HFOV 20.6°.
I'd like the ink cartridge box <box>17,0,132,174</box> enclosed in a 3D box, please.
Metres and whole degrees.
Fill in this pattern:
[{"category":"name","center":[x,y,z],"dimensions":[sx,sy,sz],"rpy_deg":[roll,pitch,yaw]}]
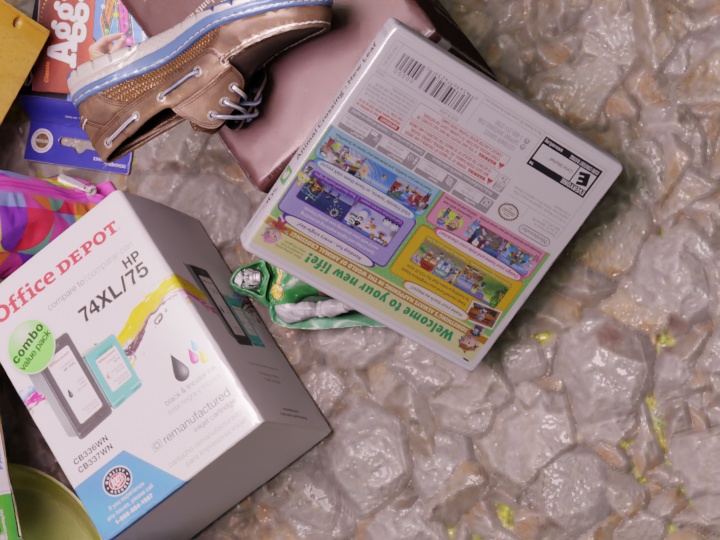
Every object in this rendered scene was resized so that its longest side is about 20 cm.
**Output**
[{"category":"ink cartridge box","center":[-0.209,-0.180,1.535],"dimensions":[0.094,0.037,0.202],"rpy_deg":[9,89,18]}]

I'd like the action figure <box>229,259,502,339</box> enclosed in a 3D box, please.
[{"category":"action figure","center":[0.000,0.000,1.434],"dimensions":[0.198,0.055,0.119],"rpy_deg":[-8,71,15]}]

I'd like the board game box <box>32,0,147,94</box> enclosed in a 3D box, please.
[{"category":"board game box","center":[-0.190,-0.231,1.491],"dimensions":[0.102,0.019,0.202],"rpy_deg":[6,94,15]}]

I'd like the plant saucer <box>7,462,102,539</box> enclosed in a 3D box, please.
[{"category":"plant saucer","center":[-0.271,0.247,1.512],"dimensions":[0.198,0.031,0.202],"rpy_deg":[-2,84,18]}]

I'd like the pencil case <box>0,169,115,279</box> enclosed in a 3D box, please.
[{"category":"pencil case","center":[-0.259,-0.037,1.455],"dimensions":[0.088,0.200,0.089],"rpy_deg":[0,91,25]}]

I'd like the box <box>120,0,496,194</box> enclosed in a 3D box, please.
[{"category":"box","center":[-0.040,-0.173,1.407],"dimensions":[0.166,0.164,0.201],"rpy_deg":[-39,74,11]}]

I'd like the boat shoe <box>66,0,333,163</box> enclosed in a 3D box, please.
[{"category":"boat shoe","center":[-0.098,-0.127,1.304],"dimensions":[0.199,0.072,0.073],"rpy_deg":[-20,84,27]}]

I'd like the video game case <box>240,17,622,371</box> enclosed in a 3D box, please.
[{"category":"video game case","center":[0.048,-0.046,1.334],"dimensions":[0.199,0.022,0.183],"rpy_deg":[28,107,-25]}]

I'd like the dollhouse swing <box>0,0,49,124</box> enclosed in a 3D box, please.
[{"category":"dollhouse swing","center":[-0.361,-0.137,1.476],"dimensions":[0.175,0.181,0.201],"rpy_deg":[28,88,34]}]

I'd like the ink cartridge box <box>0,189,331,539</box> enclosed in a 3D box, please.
[{"category":"ink cartridge box","center":[-0.150,0.072,1.428],"dimensions":[0.146,0.146,0.201],"rpy_deg":[-37,73,11]}]

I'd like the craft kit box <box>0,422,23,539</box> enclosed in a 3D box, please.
[{"category":"craft kit box","center":[-0.326,0.115,1.444],"dimensions":[0.199,0.048,0.200],"rpy_deg":[-14,83,49]}]
